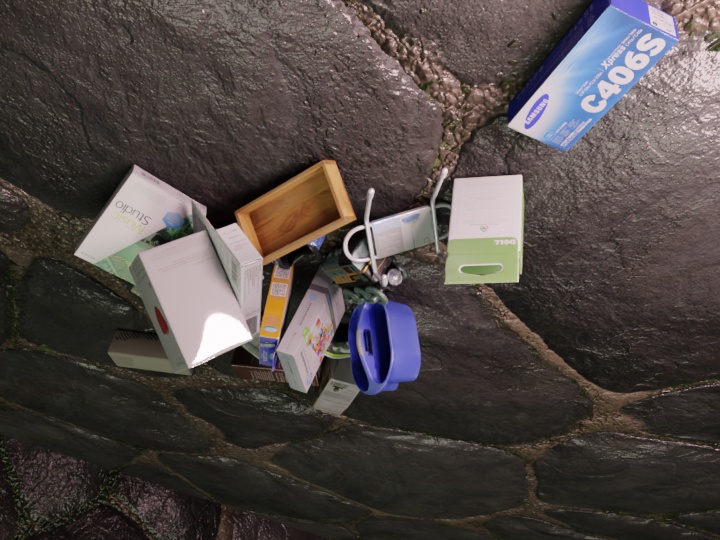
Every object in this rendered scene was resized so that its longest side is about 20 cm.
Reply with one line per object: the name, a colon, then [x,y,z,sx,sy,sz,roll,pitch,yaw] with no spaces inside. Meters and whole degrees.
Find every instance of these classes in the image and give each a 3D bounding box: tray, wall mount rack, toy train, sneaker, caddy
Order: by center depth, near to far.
wall mount rack: [0.072,-0.072,1.001,0.200,0.075,0.174,-17,121,-12]
tray: [-0.108,-0.088,1.040,0.200,0.099,0.037,-24,173,32]
sneaker: [-0.152,-0.049,1.132,0.200,0.089,0.079,-8,142,28]
toy train: [0.000,0.000,1.141,0.114,0.085,0.200,43,162,-16]
caddy: [0.036,0.148,1.288,0.105,0.200,0.141,12,148,-33]
sneaker: [-0.008,0.151,1.417,0.200,0.074,0.081,11,140,-14]
sneaker: [-0.267,0.115,1.440,0.200,0.085,0.073,39,167,-9]

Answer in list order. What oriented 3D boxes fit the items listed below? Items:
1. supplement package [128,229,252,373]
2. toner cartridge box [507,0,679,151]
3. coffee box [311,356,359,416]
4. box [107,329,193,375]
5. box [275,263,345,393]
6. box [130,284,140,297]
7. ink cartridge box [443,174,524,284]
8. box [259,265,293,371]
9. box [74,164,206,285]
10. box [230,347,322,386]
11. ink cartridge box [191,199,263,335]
supplement package: [-0.286,0.055,1.087,0.120,0.200,0.121,-24,179,-30]
toner cartridge box: [0.272,-0.236,0.788,0.095,0.043,0.200,20,145,-12]
coffee box: [-0.049,0.249,1.522,0.080,0.115,0.200,15,147,-8]
box: [-0.515,0.205,1.620,0.199,0.069,0.082,7,146,5]
box: [-0.091,0.112,1.251,0.041,0.200,0.156,17,148,16]
box: [-0.332,0.057,1.268,0.200,0.095,0.078,38,178,-7]
ink cartridge box: [0.183,-0.047,0.947,0.104,0.200,0.059,-1,143,16]
box: [-0.161,0.087,1.235,0.041,0.200,0.119,10,146,-1]
box: [-0.386,-0.070,1.139,0.144,0.036,0.200,31,115,-28]
box: [-0.187,0.200,1.498,0.199,0.100,0.075,7,146,6]
ink cartridge box: [-0.231,-0.003,1.121,0.043,0.174,0.200,-22,145,-28]
